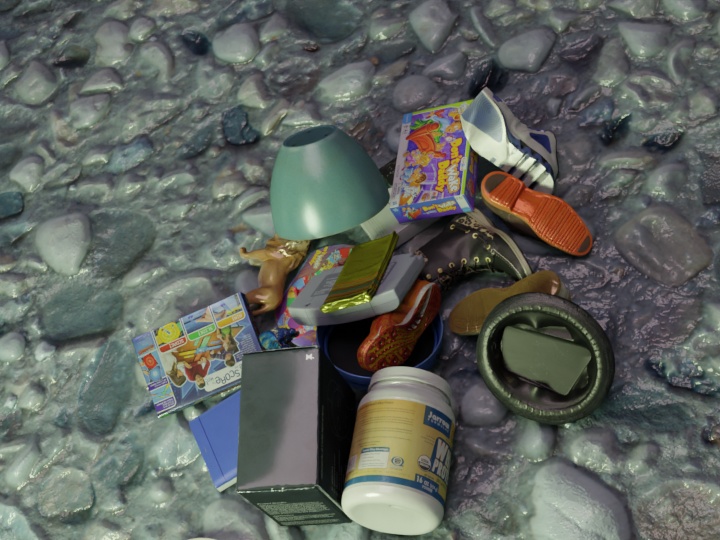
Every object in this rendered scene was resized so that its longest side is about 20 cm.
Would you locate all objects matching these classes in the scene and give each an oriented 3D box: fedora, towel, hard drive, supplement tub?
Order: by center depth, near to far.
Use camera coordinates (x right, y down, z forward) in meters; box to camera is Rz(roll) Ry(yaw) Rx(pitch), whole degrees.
[{"bbox_3d":[0.057,0.253,1.601,0.142,0.145,0.203,-1,57,20],"label":"supplement tub"},{"bbox_3d":[0.268,0.118,1.626,0.197,0.091,0.204,3,101,18],"label":"fedora"},{"bbox_3d":[0.000,0.000,1.732,0.085,0.018,0.201,-15,24,23],"label":"towel"},{"bbox_3d":[-0.159,0.237,1.771,0.198,0.025,0.133,-31,52,-1],"label":"hard drive"}]

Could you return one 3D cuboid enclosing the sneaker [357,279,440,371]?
[{"bbox_3d":[0.048,0.085,1.696,0.076,0.074,0.200,4,32,35],"label":"sneaker"}]

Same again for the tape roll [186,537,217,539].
[{"bbox_3d":[-0.239,0.484,1.628,0.200,0.037,0.205,-10,55,14],"label":"tape roll"}]

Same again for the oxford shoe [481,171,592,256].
[{"bbox_3d":[0.278,-0.083,1.797,0.199,0.073,0.071,37,73,16],"label":"oxford shoe"}]

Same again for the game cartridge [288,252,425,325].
[{"bbox_3d":[-0.008,0.032,1.739,0.198,0.041,0.133,-11,23,33],"label":"game cartridge"}]

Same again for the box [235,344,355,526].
[{"bbox_3d":[-0.086,0.239,1.614,0.122,0.197,0.203,-6,63,12],"label":"box"}]

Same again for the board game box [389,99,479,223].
[{"bbox_3d":[0.127,-0.181,1.875,0.133,0.045,0.202,-9,53,26],"label":"board game box"}]

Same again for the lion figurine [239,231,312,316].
[{"bbox_3d":[-0.150,0.012,1.897,0.121,0.073,0.203,0,64,23],"label":"lion figurine"}]

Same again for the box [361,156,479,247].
[{"bbox_3d":[0.082,-0.131,1.920,0.199,0.036,0.145,-33,52,-4],"label":"box"}]

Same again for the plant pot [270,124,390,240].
[{"bbox_3d":[-0.063,-0.155,1.839,0.197,0.137,0.201,-14,23,6],"label":"plant pot"}]

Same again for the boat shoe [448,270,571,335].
[{"bbox_3d":[0.227,0.063,1.714,0.198,0.069,0.075,-19,52,35],"label":"boat shoe"}]

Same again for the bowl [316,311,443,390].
[{"bbox_3d":[0.030,0.103,1.748,0.197,0.040,0.202,-4,43,4],"label":"bowl"}]

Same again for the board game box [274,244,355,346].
[{"bbox_3d":[-0.057,0.031,1.861,0.156,0.039,0.201,21,66,31],"label":"board game box"}]

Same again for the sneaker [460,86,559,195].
[{"bbox_3d":[0.254,-0.208,1.851,0.200,0.115,0.080,50,124,1],"label":"sneaker"}]

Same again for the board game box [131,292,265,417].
[{"bbox_3d":[-0.256,0.137,1.833,0.197,0.034,0.137,-22,81,5],"label":"board game box"}]

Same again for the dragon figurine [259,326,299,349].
[{"bbox_3d":[-0.130,0.129,1.710,0.199,0.099,0.060,-13,52,52],"label":"dragon figurine"}]

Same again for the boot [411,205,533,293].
[{"bbox_3d":[0.168,-0.007,1.779,0.150,0.074,0.200,-35,48,-6],"label":"boot"}]
